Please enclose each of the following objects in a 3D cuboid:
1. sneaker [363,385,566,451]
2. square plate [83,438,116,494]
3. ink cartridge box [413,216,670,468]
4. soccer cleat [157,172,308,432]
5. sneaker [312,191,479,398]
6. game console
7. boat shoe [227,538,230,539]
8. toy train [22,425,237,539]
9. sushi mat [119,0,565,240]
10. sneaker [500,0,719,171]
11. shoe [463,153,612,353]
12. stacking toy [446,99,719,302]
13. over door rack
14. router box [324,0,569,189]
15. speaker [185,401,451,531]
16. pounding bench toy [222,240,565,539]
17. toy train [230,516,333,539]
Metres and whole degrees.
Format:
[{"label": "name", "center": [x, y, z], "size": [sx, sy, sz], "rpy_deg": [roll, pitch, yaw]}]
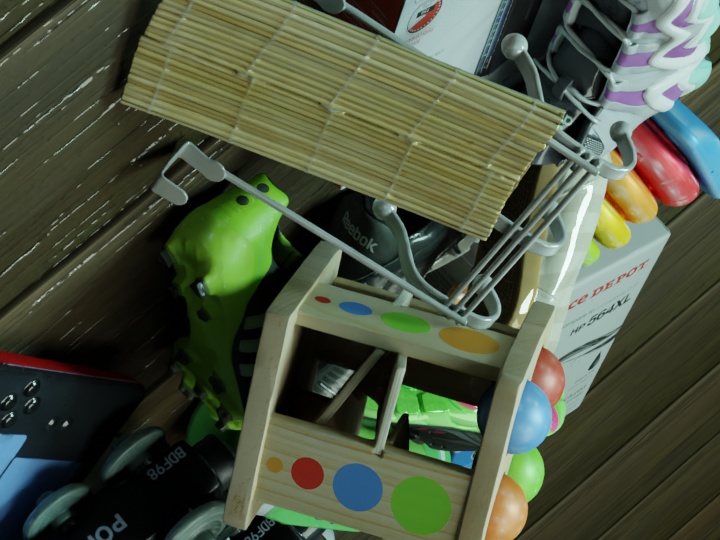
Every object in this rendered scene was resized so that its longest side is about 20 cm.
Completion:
[{"label": "sneaker", "center": [0.030, 0.078, 1.534], "size": [0.199, 0.077, 0.084], "rpy_deg": [17, 146, -22]}, {"label": "square plate", "center": [-0.223, 0.192, 1.475], "size": [0.199, 0.028, 0.199], "rpy_deg": [-32, 157, -24]}, {"label": "ink cartridge box", "center": [0.104, 0.034, 1.656], "size": [0.146, 0.084, 0.201], "rpy_deg": [-27, 154, -32]}, {"label": "soccer cleat", "center": [-0.065, 0.023, 1.382], "size": [0.081, 0.067, 0.200], "rpy_deg": [-38, 156, -22]}, {"label": "sneaker", "center": [0.000, 0.000, 1.443], "size": [0.200, 0.066, 0.091], "rpy_deg": [-49, 153, -8]}, {"label": "game console", "center": [-0.216, 0.129, 1.326], "size": [0.200, 0.031, 0.177], "rpy_deg": [-53, 150, 12]}, {"label": "boat shoe", "center": [-0.105, 0.168, 1.516], "size": [0.200, 0.092, 0.075], "rpy_deg": [95, 17, -65]}, {"label": "toy train", "center": [-0.148, 0.169, 1.377], "size": [0.200, 0.085, 0.114], "rpy_deg": [-38, 160, -16]}, {"label": "sushi mat", "center": [-0.010, -0.079, 1.169], "size": [0.096, 0.199, 0.012], "rpy_deg": [124, -19, -45]}, {"label": "sneaker", "center": [0.118, -0.103, 1.303], "size": [0.140, 0.078, 0.200], "rpy_deg": [-41, 158, -5]}, {"label": "shoe", "center": [0.108, -0.045, 1.438], "size": [0.053, 0.070, 0.201], "rpy_deg": [20, 78, -30]}, {"label": "stacking toy", "center": [0.119, -0.034, 1.512], "size": [0.200, 0.110, 0.116], "rpy_deg": [-46, 155, 1]}, {"label": "over door rack", "center": [0.018, -0.064, 1.239], "size": [0.148, 0.199, 0.067], "rpy_deg": [-51, -158, 41]}, {"label": "router box", "center": [0.068, -0.151, 1.302], "size": [0.199, 0.049, 0.180], "rpy_deg": [-28, 154, -32]}, {"label": "speaker", "center": [-0.023, 0.118, 1.571], "size": [0.089, 0.089, 0.200], "rpy_deg": [-49, 149, 17]}, {"label": "pounding bench toy", "center": [0.018, 0.113, 1.347], "size": [0.124, 0.155, 0.201], "rpy_deg": [-54, 158, -68]}, {"label": "toy train", "center": [-0.099, 0.227, 1.670], "size": [0.200, 0.085, 0.114], "rpy_deg": [-45, 170, 2]}]
